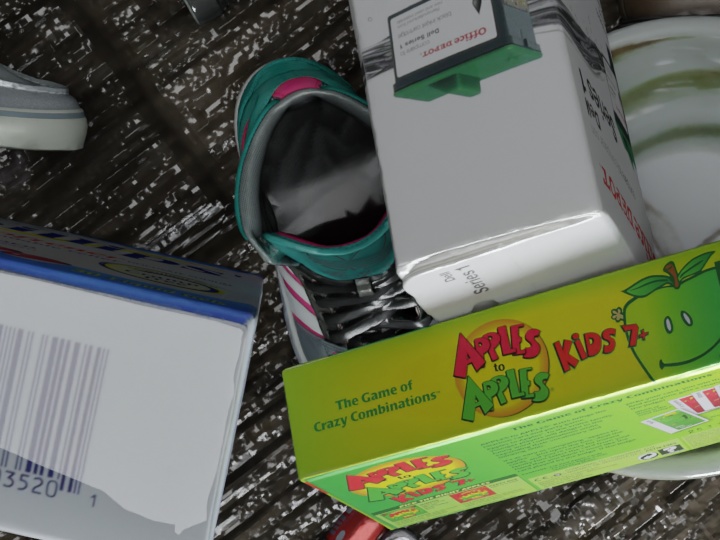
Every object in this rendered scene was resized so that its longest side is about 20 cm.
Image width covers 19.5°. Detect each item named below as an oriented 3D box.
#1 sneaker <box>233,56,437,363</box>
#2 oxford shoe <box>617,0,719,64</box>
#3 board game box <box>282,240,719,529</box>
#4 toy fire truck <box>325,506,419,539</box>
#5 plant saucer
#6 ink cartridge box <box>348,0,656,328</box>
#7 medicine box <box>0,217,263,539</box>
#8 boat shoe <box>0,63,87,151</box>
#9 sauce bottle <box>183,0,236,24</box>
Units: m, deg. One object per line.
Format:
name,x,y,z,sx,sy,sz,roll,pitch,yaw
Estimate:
sneaker,0.000,0.000,0.910,0.083,0.121,0.201,-23,94,-1
oxford shoe,0.214,-0.137,0.938,0.199,0.073,0.085,-3,91,-2
board game box,0.082,0.046,0.820,0.199,0.102,0.048,-17,66,17
toy fire truck,0.033,0.218,0.951,0.200,0.049,0.141,39,84,-4
plant saucer,0.138,-0.007,0.897,0.199,0.050,0.202,-6,74,20
ink cartridge box,0.055,-0.077,0.840,0.084,0.146,0.201,-16,69,14
medicine box,-0.138,0.039,0.866,0.181,0.200,0.104,12,94,-3
boat shoe,-0.213,-0.103,0.921,0.200,0.070,0.072,15,98,0
sauce bottle,0.004,-0.175,0.932,0.199,0.066,0.066,-32,94,1
